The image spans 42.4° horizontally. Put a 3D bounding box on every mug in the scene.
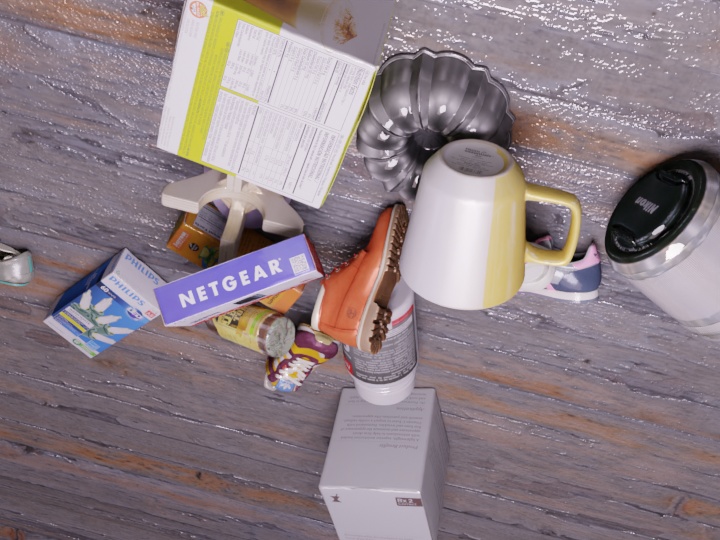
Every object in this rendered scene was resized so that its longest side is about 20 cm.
[{"bbox_3d":[0.139,-0.066,1.060,0.185,0.150,0.154,-14,131,-21],"label":"mug"}]

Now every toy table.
[{"bbox_3d":[-0.152,-0.103,1.204,0.182,0.118,0.201,6,134,9],"label":"toy table"}]

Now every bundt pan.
[{"bbox_3d":[0.084,-0.159,1.116,0.200,0.076,0.203,8,134,8],"label":"bundt pan"}]

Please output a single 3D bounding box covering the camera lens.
[{"bbox_3d":[0.404,-0.021,1.104,0.199,0.161,0.160,36,132,-20],"label":"camera lens"}]

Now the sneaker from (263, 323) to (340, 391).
[{"bbox_3d":[-0.092,0.140,1.399,0.074,0.091,0.200,26,160,-13],"label":"sneaker"}]

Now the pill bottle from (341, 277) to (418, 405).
[{"bbox_3d":[0.027,0.098,1.354,0.113,0.114,0.201,4,134,11],"label":"pill bottle"}]

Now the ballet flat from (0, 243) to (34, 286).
[{"bbox_3d":[-0.605,-0.019,1.457,0.198,0.067,0.064,6,108,8],"label":"ballet flat"}]

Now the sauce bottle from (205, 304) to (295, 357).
[{"bbox_3d":[-0.187,0.074,1.381,0.199,0.065,0.065,15,142,36],"label":"sauce bottle"}]

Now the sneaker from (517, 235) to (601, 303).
[{"bbox_3d":[0.223,-0.012,1.244,0.198,0.070,0.083,7,110,13],"label":"sneaker"}]

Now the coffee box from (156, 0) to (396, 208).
[{"bbox_3d":[-0.084,-0.228,1.002,0.196,0.201,0.201,20,135,-6],"label":"coffee box"}]

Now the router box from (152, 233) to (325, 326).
[{"bbox_3d":[-0.150,0.016,1.201,0.198,0.180,0.049,-20,87,1],"label":"router box"}]

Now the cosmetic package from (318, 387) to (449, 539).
[{"bbox_3d":[0.045,0.318,1.504,0.163,0.201,0.166,-1,134,16],"label":"cosmetic package"}]

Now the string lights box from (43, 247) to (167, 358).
[{"bbox_3d":[-0.398,0.054,1.463,0.199,0.059,0.103,-29,120,35],"label":"string lights box"}]

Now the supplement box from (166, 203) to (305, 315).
[{"bbox_3d":[-0.173,-0.020,1.327,0.199,0.069,0.067,32,132,-14],"label":"supplement box"}]

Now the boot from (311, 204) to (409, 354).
[{"bbox_3d":[0.000,0.000,1.234,0.106,0.202,0.075,15,170,24],"label":"boot"}]

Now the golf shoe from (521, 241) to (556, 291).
[{"bbox_3d":[0.147,-0.017,1.195,0.198,0.076,0.091,-1,167,24],"label":"golf shoe"}]
